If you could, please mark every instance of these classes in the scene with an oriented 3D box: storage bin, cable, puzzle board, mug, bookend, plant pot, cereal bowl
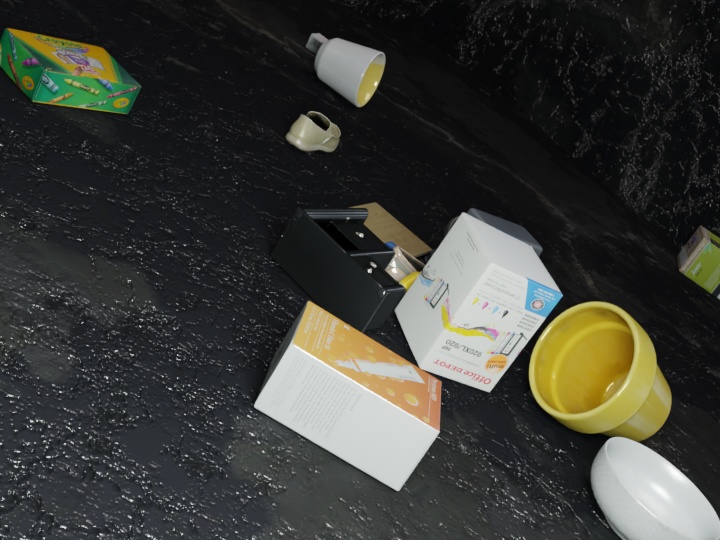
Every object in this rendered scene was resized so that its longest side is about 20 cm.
[{"bbox_3d":[0.246,-0.022,1.828,0.197,0.136,0.146,15,27,-37],"label":"storage bin"},{"bbox_3d":[0.139,0.002,1.602,0.097,0.201,0.050,42,-16,-5],"label":"cable"},{"bbox_3d":[0.039,-0.067,1.793,0.150,0.018,0.199,41,23,14],"label":"puzzle board"},{"bbox_3d":[-0.038,-0.511,2.515,0.151,0.188,0.150,28,52,13],"label":"mug"},{"bbox_3d":[0.000,0.000,1.486,0.200,0.093,0.197,44,23,23],"label":"bookend"},{"bbox_3d":[0.402,0.182,1.563,0.188,0.201,0.202,37,15,-37],"label":"plant pot"},{"bbox_3d":[0.402,0.333,1.362,0.198,0.084,0.201,29,21,-12],"label":"cereal bowl"}]

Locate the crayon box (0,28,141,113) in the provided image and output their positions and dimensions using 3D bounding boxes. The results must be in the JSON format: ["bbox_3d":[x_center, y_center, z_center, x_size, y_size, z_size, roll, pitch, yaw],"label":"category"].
[{"bbox_3d":[-0.463,-0.314,1.543,0.119,0.059,0.199,43,23,23],"label":"crayon box"}]

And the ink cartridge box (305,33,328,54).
[{"bbox_3d":[-0.055,-0.626,2.808,0.161,0.058,0.200,36,26,7],"label":"ink cartridge box"}]

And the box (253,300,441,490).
[{"bbox_3d":[-0.011,0.147,1.151,0.198,0.098,0.125,31,21,-6],"label":"box"}]

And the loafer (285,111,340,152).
[{"bbox_3d":[-0.086,-0.292,2.019,0.075,0.069,0.200,36,21,9],"label":"loafer"}]

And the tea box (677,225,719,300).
[{"bbox_3d":[1.124,-0.019,3.074,0.195,0.135,0.200,36,21,6],"label":"tea box"}]

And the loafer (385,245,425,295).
[{"bbox_3d":[0.123,0.023,1.651,0.197,0.063,0.072,25,22,-21],"label":"loafer"}]

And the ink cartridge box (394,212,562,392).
[{"bbox_3d":[0.176,0.052,1.478,0.145,0.202,0.146,21,26,-27],"label":"ink cartridge box"}]
